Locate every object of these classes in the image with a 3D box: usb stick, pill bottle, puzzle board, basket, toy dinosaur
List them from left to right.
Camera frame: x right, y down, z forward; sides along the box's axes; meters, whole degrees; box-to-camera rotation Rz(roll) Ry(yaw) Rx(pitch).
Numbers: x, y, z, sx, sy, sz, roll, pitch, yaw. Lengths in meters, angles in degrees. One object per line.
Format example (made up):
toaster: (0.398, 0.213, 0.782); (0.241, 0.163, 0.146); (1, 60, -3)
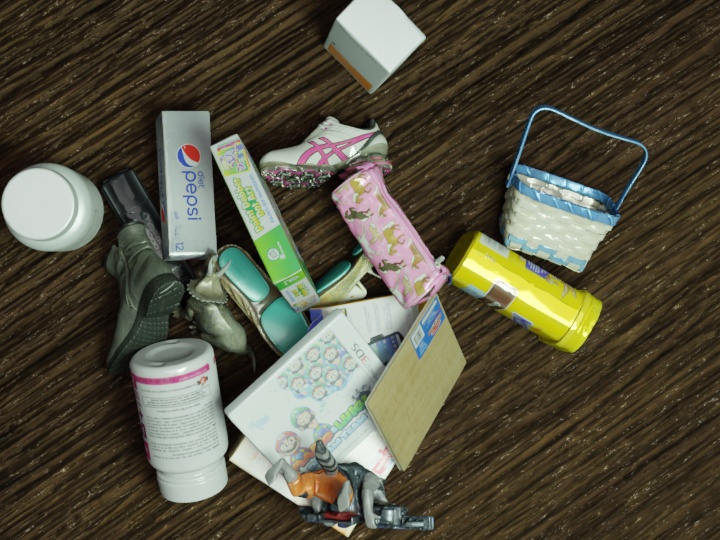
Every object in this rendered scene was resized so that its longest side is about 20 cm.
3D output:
pill bottle: (-0.404, -0.082, 1.453); (0.114, 0.200, 0.115); (0, 91, -6)
usb stick: (-0.294, -0.049, 1.552); (0.055, 0.033, 0.200); (-31, 94, -14)
pill bottle: (-0.241, 0.203, 1.506); (0.113, 0.113, 0.201); (-9, 107, -6)
toy dinosaur: (-0.197, 0.072, 1.516); (0.077, 0.102, 0.201); (-30, 112, -23)
puzzle board: (0.076, 0.152, 1.525); (0.200, 0.017, 0.151); (-56, 138, -32)
basket: (0.284, -0.115, 1.556); (0.176, 0.139, 0.201); (21, 114, -7)

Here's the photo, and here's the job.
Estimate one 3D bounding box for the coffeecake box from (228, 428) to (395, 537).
coffeecake box: (-0.061, 0.251, 1.564); (0.200, 0.073, 0.154); (34, 85, -6)

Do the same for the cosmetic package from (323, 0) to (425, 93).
cosmetic package: (0.015, -0.309, 1.498); (0.101, 0.200, 0.071); (45, 86, -5)

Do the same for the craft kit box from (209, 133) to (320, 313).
craft kit box: (-0.122, -0.057, 1.463); (0.048, 0.198, 0.201); (-26, 77, 2)

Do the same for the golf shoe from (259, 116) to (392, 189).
golf shoe: (-0.054, -0.165, 1.546); (0.199, 0.073, 0.092); (-8, 79, -31)

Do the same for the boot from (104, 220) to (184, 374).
boot: (-0.315, 0.037, 1.530); (0.131, 0.068, 0.200); (53, 127, 29)

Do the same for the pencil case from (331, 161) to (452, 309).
pencil case: (0.040, -0.048, 1.502); (0.086, 0.083, 0.200); (-36, 81, 6)

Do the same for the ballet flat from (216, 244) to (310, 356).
ballet flat: (-0.135, 0.047, 1.556); (0.070, 0.065, 0.200); (-37, 96, -16)

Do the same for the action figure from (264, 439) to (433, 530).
action figure: (-0.004, 0.283, 1.446); (0.199, 0.193, 0.105); (0, 76, 23)

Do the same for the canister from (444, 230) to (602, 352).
canister: (0.220, 0.027, 1.558); (0.200, 0.149, 0.087); (30, 88, -4)

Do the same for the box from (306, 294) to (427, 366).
box: (0.010, 0.099, 1.549); (0.199, 0.041, 0.120); (-9, 92, -30)

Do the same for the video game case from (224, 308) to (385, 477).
video game case: (-0.054, 0.177, 1.477); (0.200, 0.024, 0.182); (-42, 123, -8)

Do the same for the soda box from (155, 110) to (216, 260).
soda box: (-0.240, -0.116, 1.526); (0.068, 0.063, 0.201); (-3, 85, -19)

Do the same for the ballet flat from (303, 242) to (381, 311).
ballet flat: (0.000, 0.000, 1.572); (0.071, 0.071, 0.200); (44, 85, -6)
